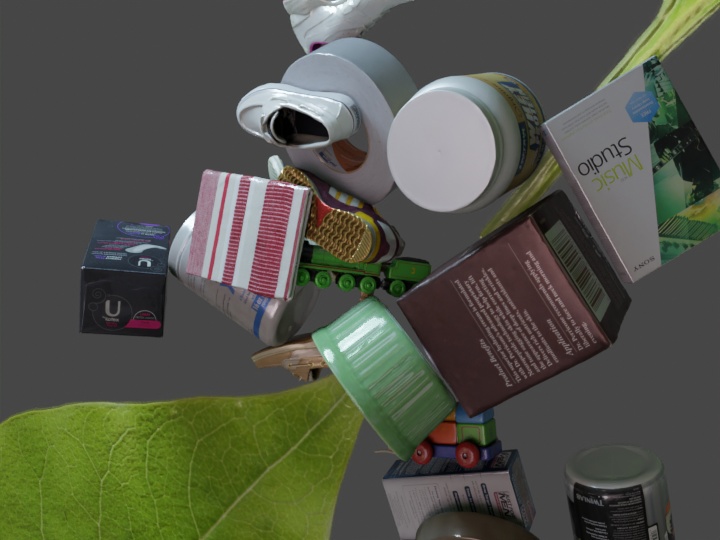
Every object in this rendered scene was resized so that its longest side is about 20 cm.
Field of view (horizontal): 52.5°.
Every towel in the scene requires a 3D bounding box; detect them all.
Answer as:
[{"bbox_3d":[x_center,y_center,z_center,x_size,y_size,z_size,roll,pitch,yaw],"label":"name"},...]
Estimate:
[{"bbox_3d":[-0.148,-0.049,0.954,0.197,0.023,0.147,13,94,37],"label":"towel"}]

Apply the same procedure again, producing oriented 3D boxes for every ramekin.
[{"bbox_3d":[0.034,0.129,0.929,0.097,0.200,0.201,-37,85,-1],"label":"ramekin"}]

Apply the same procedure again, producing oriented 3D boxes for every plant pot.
[{"bbox_3d":[0.151,0.451,0.964,0.196,0.175,0.203,10,133,11],"label":"plant pot"}]

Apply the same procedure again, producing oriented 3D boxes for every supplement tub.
[{"bbox_3d":[0.124,-0.146,0.829,0.142,0.199,0.148,8,109,25],"label":"supplement tub"},{"bbox_3d":[0.326,0.331,0.905,0.120,0.122,0.204,-6,102,29],"label":"supplement tub"},{"bbox_3d":[-0.167,0.006,1.070,0.198,0.132,0.134,32,117,15],"label":"supplement tub"}]

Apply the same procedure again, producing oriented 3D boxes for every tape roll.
[{"bbox_3d":[-0.013,-0.186,0.934,0.198,0.066,0.203,24,132,29],"label":"tape roll"}]

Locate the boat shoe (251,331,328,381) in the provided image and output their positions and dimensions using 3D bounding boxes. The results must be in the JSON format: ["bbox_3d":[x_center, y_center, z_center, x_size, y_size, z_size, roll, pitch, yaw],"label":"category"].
[{"bbox_3d":[-0.078,0.132,1.091,0.197,0.073,0.071,-15,93,31],"label":"boat shoe"}]

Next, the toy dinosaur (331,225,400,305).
[{"bbox_3d":[-0.002,-0.032,0.980,0.203,0.100,0.058,66,162,-10],"label":"toy dinosaur"}]

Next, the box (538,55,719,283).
[{"bbox_3d":[0.307,-0.109,0.803,0.143,0.036,0.202,-30,91,3],"label":"box"}]

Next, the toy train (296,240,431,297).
[{"bbox_3d":[0.000,0.000,0.950,0.196,0.042,0.058,8,93,-13],"label":"toy train"}]

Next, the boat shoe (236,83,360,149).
[{"bbox_3d":[-0.092,-0.183,0.907,0.197,0.066,0.073,16,130,34],"label":"boat shoe"}]

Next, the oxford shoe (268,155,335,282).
[{"bbox_3d":[-0.071,-0.079,1.041,0.202,0.057,0.075,58,166,11],"label":"oxford shoe"}]

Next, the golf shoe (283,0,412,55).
[{"bbox_3d":[-0.005,-0.327,0.929,0.197,0.075,0.093,3,117,34],"label":"golf shoe"}]

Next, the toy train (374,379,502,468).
[{"bbox_3d":[0.095,0.204,1.024,0.197,0.084,0.119,-5,89,34],"label":"toy train"}]

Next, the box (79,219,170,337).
[{"bbox_3d":[-0.355,0.009,1.117,0.120,0.201,0.108,5,112,-15],"label":"box"}]

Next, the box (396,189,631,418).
[{"bbox_3d":[0.185,0.035,0.870,0.199,0.164,0.168,-33,89,31],"label":"box"}]

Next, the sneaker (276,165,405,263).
[{"bbox_3d":[-0.031,-0.067,0.931,0.199,0.089,0.076,41,112,34],"label":"sneaker"}]

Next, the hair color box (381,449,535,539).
[{"bbox_3d":[0.138,0.320,1.038,0.197,0.060,0.102,-13,101,30],"label":"hair color box"}]
